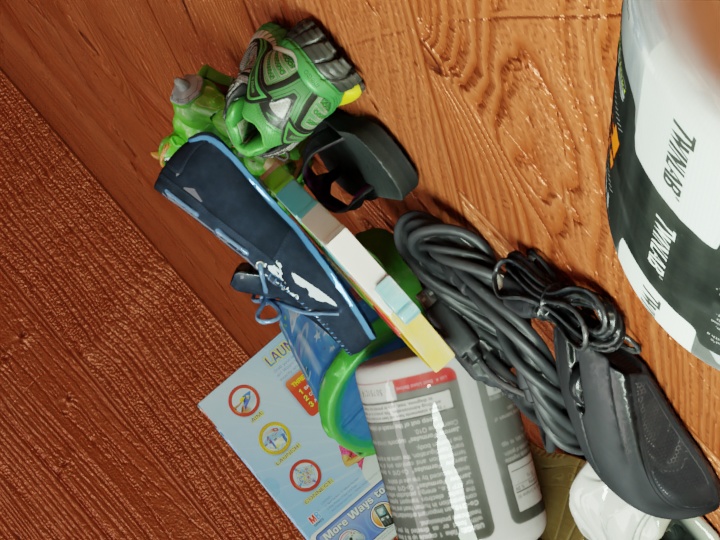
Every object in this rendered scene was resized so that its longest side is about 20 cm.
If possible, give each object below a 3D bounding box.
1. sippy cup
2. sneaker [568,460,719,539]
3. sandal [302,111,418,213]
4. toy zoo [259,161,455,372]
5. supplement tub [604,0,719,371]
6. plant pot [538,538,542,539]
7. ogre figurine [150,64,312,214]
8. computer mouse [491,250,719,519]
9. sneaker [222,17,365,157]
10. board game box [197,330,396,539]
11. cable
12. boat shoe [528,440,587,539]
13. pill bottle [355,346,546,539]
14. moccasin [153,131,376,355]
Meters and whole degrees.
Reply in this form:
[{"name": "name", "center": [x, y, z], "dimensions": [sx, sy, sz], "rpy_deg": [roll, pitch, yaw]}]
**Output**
[{"name": "sippy cup", "center": [0.002, 0.054, 1.622], "dimensions": [0.139, 0.178, 0.130], "rpy_deg": [23, -160, -48]}, {"name": "sneaker", "center": [0.212, 0.208, 1.357], "dimensions": [0.099, 0.078, 0.200], "rpy_deg": [34, 164, 50]}, {"name": "sandal", "center": [-0.013, -0.073, 1.414], "dimensions": [0.075, 0.048, 0.200], "rpy_deg": [52, 172, -7]}, {"name": "toy zoo", "center": [0.000, 0.000, 1.422], "dimensions": [0.131, 0.020, 0.200], "rpy_deg": [49, 178, -27]}, {"name": "supplement tub", "center": [0.126, -0.039, 0.527], "dimensions": [0.123, 0.122, 0.200], "rpy_deg": [48, 171, 17]}, {"name": "plant pot", "center": [0.117, 0.309, 1.695], "dimensions": [0.176, 0.201, 0.200], "rpy_deg": [28, 180, -21]}, {"name": "ogre figurine", "center": [-0.100, -0.102, 1.635], "dimensions": [0.120, 0.098, 0.200], "rpy_deg": [32, -174, 4]}, {"name": "computer mouse", "center": [0.148, 0.084, 1.219], "dimensions": [0.200, 0.053, 0.138], "rpy_deg": [54, 170, -24]}, {"name": "sneaker", "center": [-0.063, -0.119, 1.356], "dimensions": [0.078, 0.085, 0.200], "rpy_deg": [51, 173, -6]}, {"name": "board game box", "center": [-0.003, 0.127, 1.725], "dimensions": [0.196, 0.200, 0.056], "rpy_deg": [50, 177, 3]}, {"name": "cable", "center": [0.098, 0.041, 1.358], "dimensions": [0.200, 0.051, 0.163], "rpy_deg": [52, 168, 23]}, {"name": "boat shoe", "center": [0.162, 0.179, 1.553], "dimensions": [0.069, 0.074, 0.200], "rpy_deg": [26, -176, -43]}, {"name": "pill bottle", "center": [0.073, 0.154, 1.492], "dimensions": [0.114, 0.113, 0.201], "rpy_deg": [178, 77, -80]}, {"name": "moccasin", "center": [-0.071, -0.010, 1.475], "dimensions": [0.200, 0.068, 0.080], "rpy_deg": [49, 179, -2]}]
